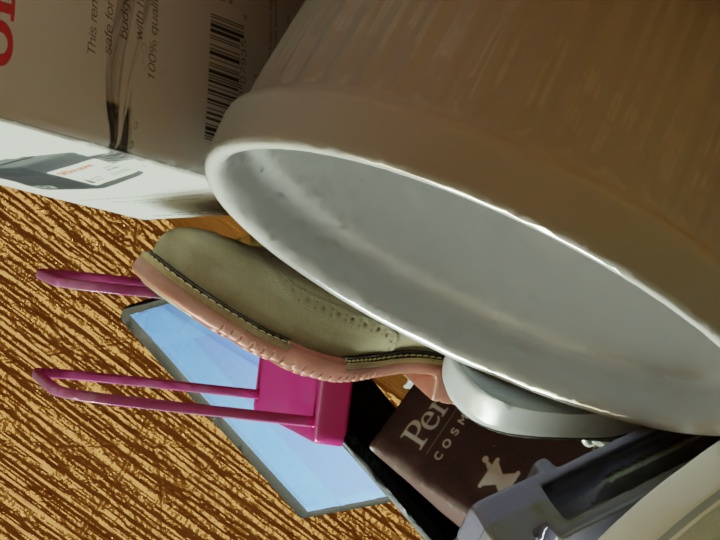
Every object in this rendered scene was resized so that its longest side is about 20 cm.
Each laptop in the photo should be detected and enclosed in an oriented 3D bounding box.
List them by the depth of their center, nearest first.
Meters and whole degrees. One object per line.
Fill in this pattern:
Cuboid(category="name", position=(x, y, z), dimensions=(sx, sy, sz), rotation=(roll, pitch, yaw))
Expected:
Cuboid(category="laptop", position=(-0.029, 0.097, 1.178), dimensions=(0.177, 0.103, 0.200), rotation=(49, -170, -26))

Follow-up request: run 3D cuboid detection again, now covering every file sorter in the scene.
Cuboid(category="file sorter", position=(-0.068, -0.038, 0.974), dimensions=(0.124, 0.202, 0.139), rotation=(7, 180, -14))

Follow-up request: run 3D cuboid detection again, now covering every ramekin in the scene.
Cuboid(category="ramekin", position=(0.059, -0.036, 0.735), dimensions=(0.199, 0.106, 0.200), rotation=(24, 166, 6))

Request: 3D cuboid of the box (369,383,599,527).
Cuboid(category="box", position=(0.150, 0.094, 1.070), dimensions=(0.200, 0.166, 0.164), rotation=(31, 172, 40))

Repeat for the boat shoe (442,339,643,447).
Cuboid(category="boat shoe", position=(0.108, 0.043, 0.890), dimensions=(0.198, 0.068, 0.074), rotation=(-14, -130, -40))

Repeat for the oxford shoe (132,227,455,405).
Cuboid(category="oxford shoe", position=(0.000, 0.000, 0.857), dimensions=(0.199, 0.074, 0.071), rotation=(12, -162, -47))

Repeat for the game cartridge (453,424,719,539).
Cuboid(category="game cartridge", position=(0.104, 0.094, 0.849), dimensions=(0.038, 0.199, 0.130), rotation=(55, 146, 21))

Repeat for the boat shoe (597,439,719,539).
Cuboid(category="boat shoe", position=(0.164, 0.085, 0.788), dimensions=(0.069, 0.199, 0.072), rotation=(57, 150, 22))

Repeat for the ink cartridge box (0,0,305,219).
Cuboid(category="ink cartridge box", position=(-0.099, -0.104, 0.760), dimensions=(0.083, 0.146, 0.200), rotation=(-3, 171, 31))

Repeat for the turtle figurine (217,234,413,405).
Cuboid(category="turtle figurine", position=(-0.015, 0.011, 1.347), dimensions=(0.143, 0.201, 0.194), rotation=(6, -155, -11))
